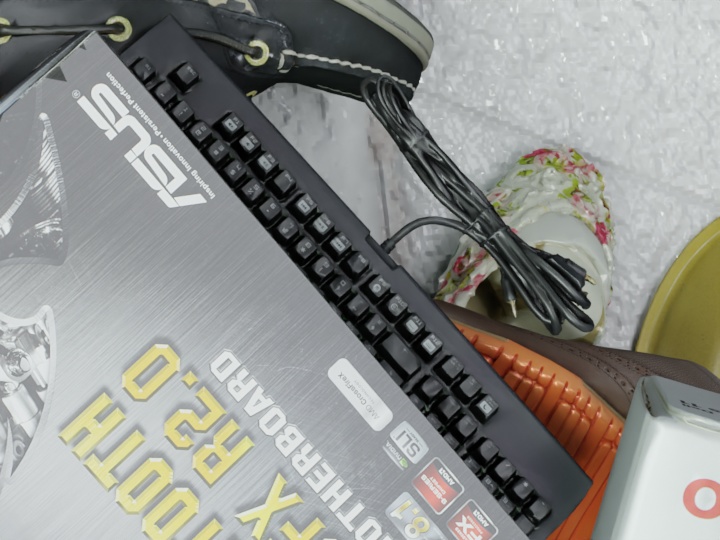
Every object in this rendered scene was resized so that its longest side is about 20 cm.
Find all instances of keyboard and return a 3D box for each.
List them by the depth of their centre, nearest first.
[{"bbox_3d":[0.000,0.000,0.885,0.200,0.021,0.127,48,62,-1],"label":"keyboard"}]

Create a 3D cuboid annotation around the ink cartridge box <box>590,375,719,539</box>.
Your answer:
[{"bbox_3d":[0.130,0.148,0.889,0.146,0.083,0.201,16,98,0],"label":"ink cartridge box"}]

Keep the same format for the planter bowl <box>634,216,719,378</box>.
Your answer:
[{"bbox_3d":[0.206,0.066,1.123,0.200,0.083,0.201,5,82,-36],"label":"planter bowl"}]

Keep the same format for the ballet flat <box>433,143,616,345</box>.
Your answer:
[{"bbox_3d":[0.052,0.033,1.022,0.076,0.064,0.200,47,59,-24],"label":"ballet flat"}]

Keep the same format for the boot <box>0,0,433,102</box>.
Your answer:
[{"bbox_3d":[-0.074,-0.037,0.933,0.203,0.073,0.154,15,80,-34],"label":"boot"}]

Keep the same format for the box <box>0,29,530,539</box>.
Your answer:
[{"bbox_3d":[-0.073,0.058,0.804,0.158,0.048,0.200,-42,99,-16],"label":"box"}]

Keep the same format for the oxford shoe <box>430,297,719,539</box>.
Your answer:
[{"bbox_3d":[0.079,0.057,0.965,0.200,0.071,0.073,29,33,-11],"label":"oxford shoe"}]
